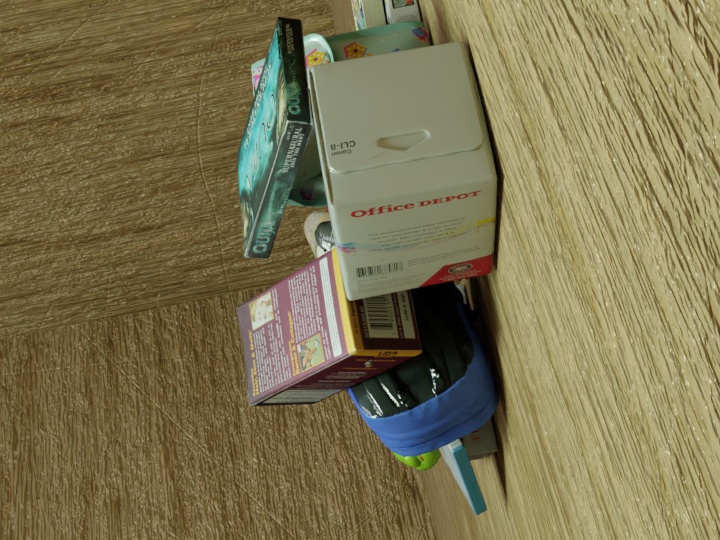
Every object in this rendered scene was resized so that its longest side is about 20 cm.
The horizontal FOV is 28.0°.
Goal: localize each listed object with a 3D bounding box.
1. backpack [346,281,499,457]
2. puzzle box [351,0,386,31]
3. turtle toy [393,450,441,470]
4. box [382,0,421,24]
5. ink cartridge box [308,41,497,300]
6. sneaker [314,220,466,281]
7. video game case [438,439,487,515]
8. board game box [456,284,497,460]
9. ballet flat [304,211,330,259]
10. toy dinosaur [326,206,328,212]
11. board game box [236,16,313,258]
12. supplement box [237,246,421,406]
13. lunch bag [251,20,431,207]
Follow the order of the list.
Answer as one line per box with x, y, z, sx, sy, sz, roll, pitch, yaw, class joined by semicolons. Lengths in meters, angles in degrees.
0.066;0.100;1.565;0.168;0.162;0.200;53;-172;-43;backpack
0.011;-0.297;1.728;0.200;0.025;0.134;-107;6;-75;puzzle box
0.081;0.187;1.923;0.146;0.101;0.200;60;-172;-27;turtle toy
0.044;-0.290;1.690;0.200;0.035;0.111;94;165;-84;box
0.039;-0.087;1.303;0.200;0.145;0.145;84;176;-66;ink cartridge box
0.039;-0.049;1.531;0.066;0.199;0.091;-15;-69;-53;sneaker
0.088;0.177;1.708;0.200;0.018;0.143;60;175;42;video game case
0.121;0.131;1.767;0.200;0.041;0.201;89;170;-79;board game box
0.000;0.000;1.726;0.067;0.200;0.068;-26;-30;-59;ballet flat
-0.014;-0.056;1.832;0.181;0.200;0.105;16;-140;-56;toy dinosaur
-0.085;-0.125;1.393;0.200;0.028;0.136;112;157;-49;board game box
-0.036;0.060;1.470;0.200;0.085;0.111;-30;64;49;supplement box
-0.013;-0.161;1.536;0.122;0.199;0.171;101;160;-67;lunch bag
